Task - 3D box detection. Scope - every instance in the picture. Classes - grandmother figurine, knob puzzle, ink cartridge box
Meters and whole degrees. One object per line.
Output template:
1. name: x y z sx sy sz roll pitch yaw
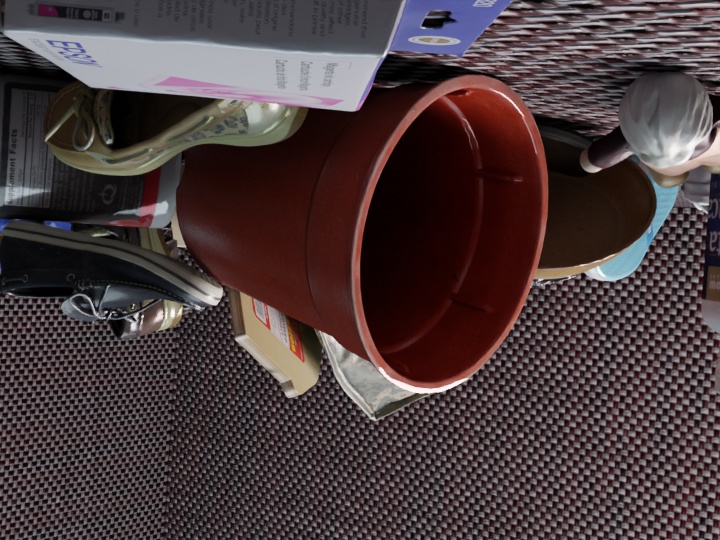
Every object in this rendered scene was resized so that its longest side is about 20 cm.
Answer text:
1. grandmother figurine: 0.194 -0.087 0.766 0.120 0.061 0.200 -24 171 15
2. knob puzzle: -0.079 0.015 1.013 0.030 0.222 0.220 -18 177 12
3. ink cartridge box: -0.039 -0.101 0.549 0.198 0.044 0.196 5 -178 -2

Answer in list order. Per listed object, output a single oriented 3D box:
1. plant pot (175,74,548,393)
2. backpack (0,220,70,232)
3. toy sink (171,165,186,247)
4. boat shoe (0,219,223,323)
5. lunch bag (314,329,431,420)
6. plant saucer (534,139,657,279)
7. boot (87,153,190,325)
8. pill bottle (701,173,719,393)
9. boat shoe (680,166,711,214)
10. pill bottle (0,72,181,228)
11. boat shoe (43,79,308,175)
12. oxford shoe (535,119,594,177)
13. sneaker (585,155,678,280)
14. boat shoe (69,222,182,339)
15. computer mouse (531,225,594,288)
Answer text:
1. plant pot: -0.009 -0.041 0.830 0.194 0.203 0.200 16 -171 39
2. backpack: -0.327 -0.082 1.210 0.198 0.170 0.163 11 178 0
3. toy sink: -0.083 -0.081 1.160 0.198 0.132 0.112 4 -178 -26
4. boat shoe: -0.188 0.009 0.906 0.198 0.063 0.075 11 172 26
5. lunch bag: 0.000 0.000 1.037 0.117 0.165 0.200 -25 141 10
6. plant saucer: 0.149 -0.051 1.046 0.198 0.036 0.201 -2 -141 2
7. boot: -0.181 -0.046 1.106 0.198 0.176 0.069 -15 -171 21
8. pill bottle: 0.309 -0.007 0.902 0.110 0.202 0.111 4 -178 0
9. boat shoe: 0.306 -0.081 1.064 0.073 0.068 0.199 5 -178 30
10. pill bottle: -0.242 -0.093 0.946 0.198 0.112 0.111 3 -178 -17
11. boat shoe: -0.124 -0.102 0.728 0.198 0.074 0.062 -8 169 33
12. oxford shoe: 0.109 -0.085 1.015 0.198 0.085 0.073 1 180 -20
13. sneaker: 0.210 -0.058 1.158 0.129 0.080 0.200 9 -148 31
14. boat shoe: -0.210 -0.040 1.035 0.073 0.202 0.065 -20 -177 45
15. computer mouse: 0.110 -0.032 1.097 0.137 0.053 0.200 -16 -140 -14
